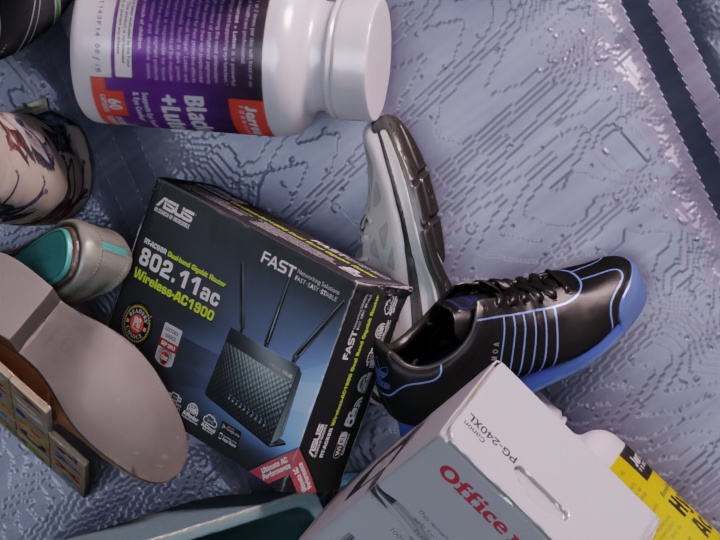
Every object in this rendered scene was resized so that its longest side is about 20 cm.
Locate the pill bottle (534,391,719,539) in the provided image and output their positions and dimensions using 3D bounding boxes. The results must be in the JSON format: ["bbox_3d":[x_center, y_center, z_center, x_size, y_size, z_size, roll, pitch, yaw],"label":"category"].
[{"bbox_3d":[0.162,0.177,1.321,0.200,0.111,0.111,43,104,3],"label":"pill bottle"}]

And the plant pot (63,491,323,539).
[{"bbox_3d":[-0.147,0.258,1.349,0.200,0.196,0.197,-1,99,52],"label":"plant pot"}]

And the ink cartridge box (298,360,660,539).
[{"bbox_3d":[0.068,0.168,1.243,0.145,0.083,0.200,44,136,-2],"label":"ink cartridge box"}]

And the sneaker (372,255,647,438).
[{"bbox_3d":[0.098,0.035,1.296,0.200,0.070,0.078,-33,123,-16],"label":"sneaker"}]

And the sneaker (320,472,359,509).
[{"bbox_3d":[0.015,0.243,1.369,0.079,0.096,0.200,-27,91,15],"label":"sneaker"}]

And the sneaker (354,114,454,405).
[{"bbox_3d":[0.000,0.000,1.351,0.115,0.076,0.201,-11,97,11],"label":"sneaker"}]

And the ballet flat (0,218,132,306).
[{"bbox_3d":[-0.236,0.014,1.404,0.200,0.064,0.068,-18,70,42],"label":"ballet flat"}]

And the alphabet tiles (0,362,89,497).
[{"bbox_3d":[-0.250,0.084,1.365,0.167,0.200,0.008,41,73,5],"label":"alphabet tiles"}]

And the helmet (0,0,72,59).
[{"bbox_3d":[-0.276,-0.228,1.322,0.200,0.200,0.191,-11,139,13],"label":"helmet"}]

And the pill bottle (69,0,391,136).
[{"bbox_3d":[-0.084,-0.147,1.332,0.200,0.111,0.112,5,98,12],"label":"pill bottle"}]

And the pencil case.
[{"bbox_3d":[-0.247,-0.075,1.332,0.078,0.200,0.090,-24,86,11],"label":"pencil case"}]

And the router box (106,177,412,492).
[{"bbox_3d":[-0.077,0.041,1.340,0.200,0.062,0.150,27,103,35],"label":"router box"}]

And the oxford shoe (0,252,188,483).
[{"bbox_3d":[-0.196,0.072,1.338,0.200,0.071,0.071,44,147,4],"label":"oxford shoe"}]
